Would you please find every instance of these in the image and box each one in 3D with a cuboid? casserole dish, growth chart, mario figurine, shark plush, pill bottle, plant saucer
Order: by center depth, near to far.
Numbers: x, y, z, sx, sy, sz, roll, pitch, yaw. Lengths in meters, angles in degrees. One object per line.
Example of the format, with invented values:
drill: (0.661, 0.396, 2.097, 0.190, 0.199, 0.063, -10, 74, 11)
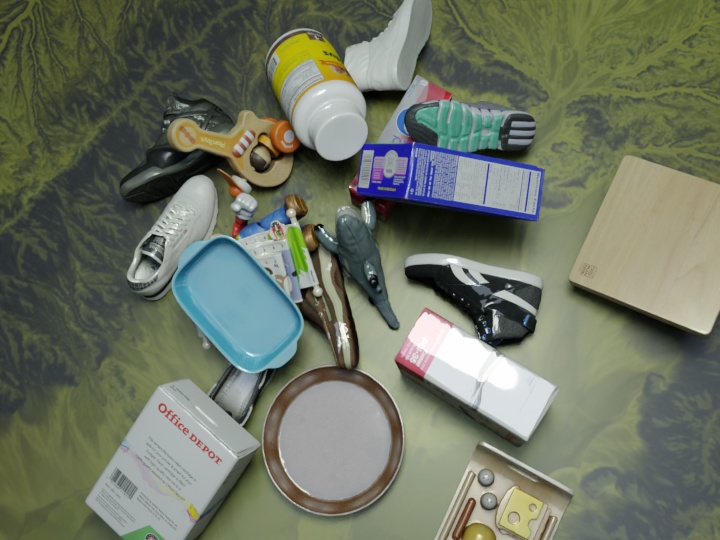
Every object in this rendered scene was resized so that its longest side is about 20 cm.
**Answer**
casserole dish: (-0.161, 0.043, 1.238, 0.121, 0.039, 0.200, -41, 95, 9)
growth chart: (-0.150, 0.019, 1.267, 0.197, 0.018, 0.147, -23, 102, 7)
shark plush: (0.000, 0.000, 1.267, 0.089, 0.083, 0.203, -17, 116, -11)
plant saucer: (-0.037, 0.233, 1.273, 0.196, 0.035, 0.204, -1, 75, 5)
mario figurine: (-0.160, -0.024, 1.290, 0.198, 0.106, 0.125, -27, 57, 14)
pill bottle: (-0.059, -0.246, 1.305, 0.108, 0.110, 0.201, -26, 50, -2)

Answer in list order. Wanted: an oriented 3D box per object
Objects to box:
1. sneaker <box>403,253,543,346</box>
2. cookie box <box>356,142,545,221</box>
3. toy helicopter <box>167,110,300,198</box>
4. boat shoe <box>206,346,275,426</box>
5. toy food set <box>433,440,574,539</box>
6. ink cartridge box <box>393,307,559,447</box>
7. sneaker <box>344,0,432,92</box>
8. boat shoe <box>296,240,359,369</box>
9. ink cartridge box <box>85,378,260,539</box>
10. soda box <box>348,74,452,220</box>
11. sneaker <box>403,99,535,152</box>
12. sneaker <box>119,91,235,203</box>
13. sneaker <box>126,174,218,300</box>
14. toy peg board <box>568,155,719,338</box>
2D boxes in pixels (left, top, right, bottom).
sneaker: (0.150, 0.047, 1.281, 0.196, 0.073, 0.114, 10, 76, 6)
cookie box: (0.118, -0.119, 1.237, 0.197, 0.171, 0.077, 8, 94, -23)
toy helicopter: (-0.186, -0.167, 1.327, 0.197, 0.078, 0.135, 10, 96, -35)
boat shoe: (-0.184, 0.193, 1.283, 0.073, 0.060, 0.201, 34, 81, 11)
toy food set: (0.177, 0.347, 1.211, 0.142, 0.060, 0.202, 25, 80, 11)
ink cartridge box: (0.150, 0.144, 1.219, 0.198, 0.147, 0.083, 31, 81, 12)
sneaker: (0.035, -0.346, 1.389, 0.114, 0.074, 0.202, -1, 50, 30)
boat shoe: (-0.054, 0.049, 1.304, 0.074, 0.075, 0.205, -15, 62, 5)
ink cartridge box: (-0.247, 0.268, 1.227, 0.144, 0.084, 0.201, 38, 102, 13)
soda box: (0.059, -0.177, 1.347, 0.063, 0.070, 0.202, 29, 80, 9)
sneaker: (0.147, -0.209, 1.320, 0.196, 0.088, 0.076, 4, 114, -19)
sneaker: (-0.285, -0.187, 1.381, 0.198, 0.076, 0.115, -36, 74, -7)
sneaker: (-0.271, -0.053, 1.343, 0.075, 0.081, 0.202, 23, 78, 12)
toy peg board: (0.421, -0.023, 1.277, 0.197, 0.098, 0.202, 23, 78, 26)
